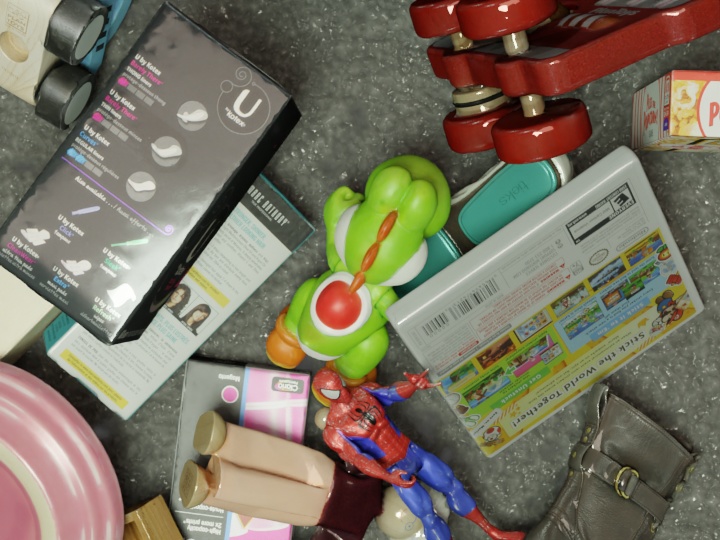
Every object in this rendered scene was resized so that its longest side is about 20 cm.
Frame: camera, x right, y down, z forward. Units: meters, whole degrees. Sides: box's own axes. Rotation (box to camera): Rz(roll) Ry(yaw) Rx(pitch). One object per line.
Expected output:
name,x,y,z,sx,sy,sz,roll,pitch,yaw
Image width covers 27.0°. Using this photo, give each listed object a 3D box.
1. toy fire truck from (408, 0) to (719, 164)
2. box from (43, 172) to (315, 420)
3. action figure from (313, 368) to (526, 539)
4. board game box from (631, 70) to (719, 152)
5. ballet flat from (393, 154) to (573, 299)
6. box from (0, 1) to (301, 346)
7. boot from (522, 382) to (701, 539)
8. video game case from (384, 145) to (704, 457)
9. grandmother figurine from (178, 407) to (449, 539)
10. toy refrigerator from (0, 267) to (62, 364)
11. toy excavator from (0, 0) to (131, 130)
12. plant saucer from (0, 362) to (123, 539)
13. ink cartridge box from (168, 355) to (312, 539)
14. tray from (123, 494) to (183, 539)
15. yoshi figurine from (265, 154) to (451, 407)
toy fire truck,0.138,-0.158,1.041,0.167,0.200,0.113,-23,107,-15
box,-0.134,0.008,1.100,0.200,0.049,0.082,-45,113,1
action figure,0.047,0.138,1.043,0.200,0.099,0.065,46,65,-14
board game box,0.303,-0.107,1.056,0.199,0.152,0.047,2,91,0
ballet flat,0.078,-0.029,1.095,0.200,0.069,0.070,-34,90,30
box,-0.139,-0.061,1.000,0.106,0.122,0.200,36,91,0
boot,0.201,0.201,1.098,0.200,0.069,0.174,45,71,-26
video game case,0.136,0.028,1.066,0.200,0.023,0.182,-35,134,0
grandmother figurine,-0.028,0.163,1.084,0.199,0.061,0.122,15,104,-21
toy refrigerator,-0.217,-0.022,1.100,0.070,0.076,0.200,45,92,0
toy excavator,-0.196,-0.233,1.087,0.100,0.195,0.200,29,47,4
plant saucer,-0.266,0.163,1.064,0.200,0.051,0.201,9,114,21
ink cartridge box,-0.094,0.169,1.123,0.094,0.037,0.201,7,93,1
tray,-0.145,0.274,1.103,0.098,0.037,0.201,-26,90,32
yoshi figurine,0.011,-0.004,1.061,0.112,0.112,0.200,7,135,-25
